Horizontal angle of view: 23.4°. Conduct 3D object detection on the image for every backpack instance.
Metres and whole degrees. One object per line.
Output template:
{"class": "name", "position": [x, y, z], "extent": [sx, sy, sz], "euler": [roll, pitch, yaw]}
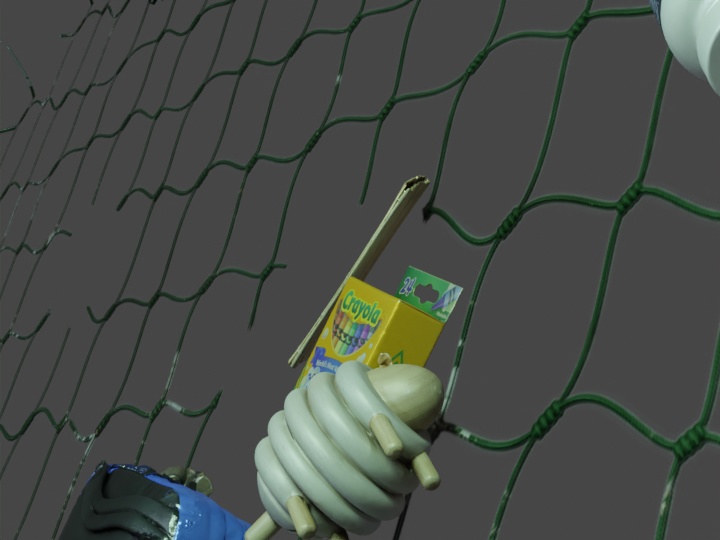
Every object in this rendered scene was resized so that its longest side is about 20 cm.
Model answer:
{"class": "backpack", "position": [-0.163, 0.258, 1.484], "extent": [0.200, 0.167, 0.163], "euler": [-4, 64, 61]}

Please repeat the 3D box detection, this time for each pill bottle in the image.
{"class": "pill bottle", "position": [0.246, -0.190, 1.148], "extent": [0.111, 0.111, 0.201], "euler": [-51, 24, 28]}

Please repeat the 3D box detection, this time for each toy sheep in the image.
{"class": "toy sheep", "position": [-0.016, 0.146, 1.334], "extent": [0.200, 0.138, 0.138], "euler": [-40, 26, 7]}

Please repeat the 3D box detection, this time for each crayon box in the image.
{"class": "crayon box", "position": [0.000, 0.084, 1.472], "extent": [0.201, 0.051, 0.126], "euler": [-63, 22, -1]}

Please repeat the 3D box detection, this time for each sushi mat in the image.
{"class": "sushi mat", "position": [0.000, 0.000, 1.569], "extent": [0.201, 0.012, 0.096], "euler": [-57, -8, 15]}

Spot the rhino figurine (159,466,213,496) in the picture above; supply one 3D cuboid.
{"class": "rhino figurine", "position": [-0.204, 0.280, 1.696], "extent": [0.201, 0.060, 0.087], "euler": [-65, 8, 0]}

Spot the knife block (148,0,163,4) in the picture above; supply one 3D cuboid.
{"class": "knife block", "position": [-0.329, -0.546, 2.931], "extent": [0.176, 0.064, 0.201], "euler": [-47, 27, 34]}
